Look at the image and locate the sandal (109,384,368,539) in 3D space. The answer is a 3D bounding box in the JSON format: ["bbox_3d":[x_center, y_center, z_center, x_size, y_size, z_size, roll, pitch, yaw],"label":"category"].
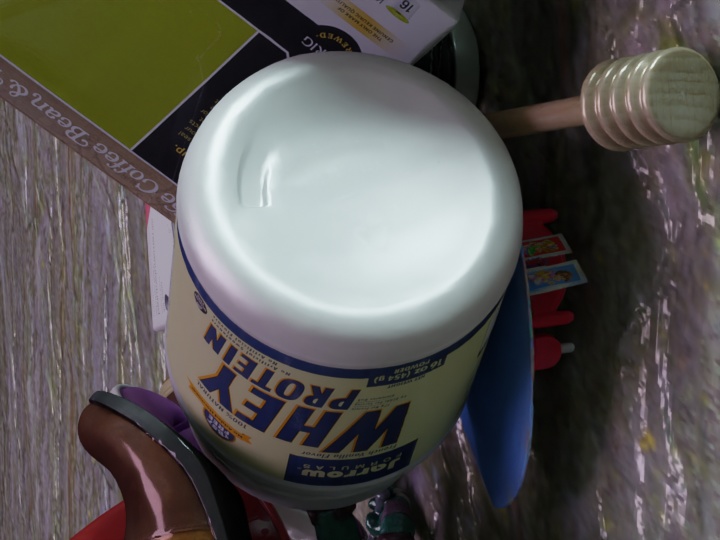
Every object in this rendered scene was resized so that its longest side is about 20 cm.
[{"bbox_3d":[-0.064,0.103,1.301,0.050,0.203,0.082,-51,42,6],"label":"sandal"}]

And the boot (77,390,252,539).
[{"bbox_3d":[-0.121,0.172,1.015,0.188,0.200,0.068,44,176,24],"label":"boot"}]

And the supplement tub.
[{"bbox_3d":[-0.013,0.012,1.013,0.200,0.145,0.145,103,158,-61],"label":"supplement tub"}]

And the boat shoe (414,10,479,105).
[{"bbox_3d":[0.006,-0.136,1.223,0.200,0.060,0.076,-129,39,-64],"label":"boat shoe"}]

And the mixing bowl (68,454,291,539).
[{"bbox_3d":[-0.101,0.197,1.109,0.200,0.108,0.200,36,132,55],"label":"mixing bowl"}]

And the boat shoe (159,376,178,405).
[{"bbox_3d":[-0.092,0.103,1.590,0.200,0.072,0.072,142,125,-63],"label":"boat shoe"}]

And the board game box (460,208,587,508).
[{"bbox_3d":[0.070,0.011,1.076,0.200,0.039,0.158,-109,17,-52],"label":"board game box"}]

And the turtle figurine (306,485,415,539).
[{"bbox_3d":[-0.012,0.176,1.258,0.101,0.150,0.200,15,145,48],"label":"turtle figurine"}]

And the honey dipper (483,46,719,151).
[{"bbox_3d":[0.075,-0.063,0.961,0.200,0.038,0.038,-6,87,60],"label":"honey dipper"}]

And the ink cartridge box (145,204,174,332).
[{"bbox_3d":[-0.085,-0.038,1.515,0.200,0.085,0.146,160,106,-71],"label":"ink cartridge box"}]

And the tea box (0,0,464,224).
[{"bbox_3d":[-0.080,-0.155,1.053,0.197,0.200,0.134,-38,25,36],"label":"tea box"}]
